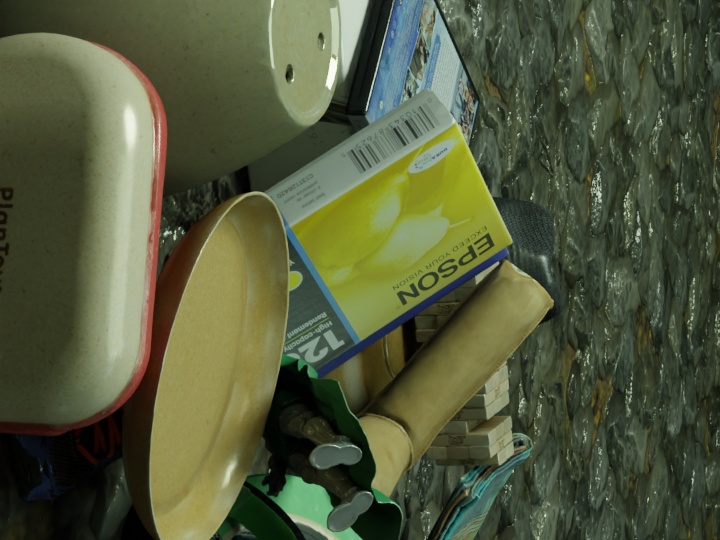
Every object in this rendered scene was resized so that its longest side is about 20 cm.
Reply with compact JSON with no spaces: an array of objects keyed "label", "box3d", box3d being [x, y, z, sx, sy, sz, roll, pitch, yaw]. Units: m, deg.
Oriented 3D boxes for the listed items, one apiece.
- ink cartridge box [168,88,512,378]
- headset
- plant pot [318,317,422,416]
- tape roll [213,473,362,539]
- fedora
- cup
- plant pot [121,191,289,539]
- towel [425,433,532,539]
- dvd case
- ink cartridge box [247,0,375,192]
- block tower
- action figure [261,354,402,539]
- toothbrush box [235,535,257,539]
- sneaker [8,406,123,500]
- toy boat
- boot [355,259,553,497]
[{"label":"ink cartridge box","box3d":[0.000,0.000,1.362,0.047,0.198,0.200,55,-2,40]},{"label":"headset","box3d":[-0.071,0.182,1.165,0.123,0.094,0.200,29,32,-21]},{"label":"plant pot","box3d":[0.020,0.052,1.545,0.200,0.027,0.200,-2,90,-67]},{"label":"tape roll","box3d":[-0.057,0.228,1.282,0.200,0.048,0.201,17,62,-36]},{"label":"fedora","box3d":[0.116,-0.004,1.687,0.201,0.091,0.201,-8,90,-88]},{"label":"cup","box3d":[-0.095,-0.132,1.159,0.200,0.143,0.201,2,90,-68]},{"label":"plant pot","box3d":[-0.085,0.054,1.120,0.200,0.027,0.200,11,90,-75]},{"label":"towel","box3d":[0.065,0.227,1.630,0.200,0.022,0.147,-63,166,22]},{"label":"dvd case","box3d":[0.040,-0.115,1.437,0.200,0.018,0.143,59,39,-56]},{"label":"ink cartridge box","box3d":[-0.019,-0.128,1.427,0.146,0.084,0.200,-45,134,-60]},{"label":"block tower","box3d":[0.075,0.048,1.551,0.054,0.058,0.200,-28,113,-65]},{"label":"action figure","box3d":[-0.042,0.096,1.264,0.200,0.055,0.118,-146,-139,-65]},{"label":"toothbrush box","box3d":[-0.040,0.281,1.414,0.146,0.085,0.200,55,43,-56]},{"label":"sneaker","box3d":[-0.134,0.071,1.164,0.200,0.078,0.075,-44,131,-60]},{"label":"toy boat","box3d":[-0.156,-0.017,1.047,0.131,0.130,0.200,27,66,-77]},{"label":"boot","box3d":[0.048,0.075,1.403,0.200,0.066,0.175,-47,180,-4]}]
